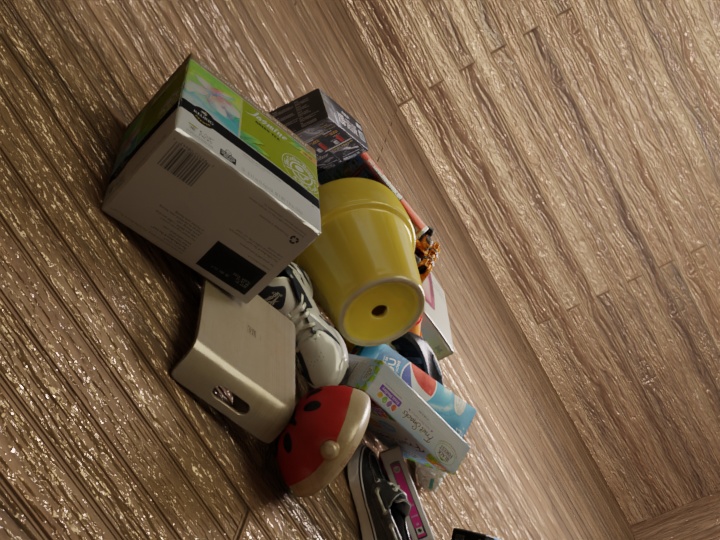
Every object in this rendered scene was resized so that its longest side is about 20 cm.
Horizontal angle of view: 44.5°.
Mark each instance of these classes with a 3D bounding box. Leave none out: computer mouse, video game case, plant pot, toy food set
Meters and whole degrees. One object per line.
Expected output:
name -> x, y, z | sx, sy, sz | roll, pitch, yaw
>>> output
computer mouse -> 0.082, 0.171, 1.429 | 0.046, 0.140, 0.201 | -43, 114, -38
video game case -> 0.009, -0.117, 1.406 | 0.017, 0.143, 0.200 | -41, 93, -31
plant pot -> 0.000, 0.000, 1.271 | 0.201, 0.200, 0.189 | 48, 12, -44
toy food set -> -0.144, 0.084, 0.995 | 0.143, 0.060, 0.200 | 41, 22, -27

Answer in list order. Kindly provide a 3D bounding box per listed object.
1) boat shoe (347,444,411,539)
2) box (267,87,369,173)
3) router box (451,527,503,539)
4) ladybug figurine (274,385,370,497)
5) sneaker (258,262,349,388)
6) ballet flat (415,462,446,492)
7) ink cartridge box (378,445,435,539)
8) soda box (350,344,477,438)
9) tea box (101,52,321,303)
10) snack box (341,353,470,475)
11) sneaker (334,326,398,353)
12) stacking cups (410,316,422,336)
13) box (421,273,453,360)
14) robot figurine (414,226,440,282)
boat shoe -> 0.033, 0.311, 1.156 | 0.072, 0.068, 0.200 | 50, 19, -41
box -> -0.107, -0.172, 1.254 | 0.158, 0.199, 0.050 | 23, 46, -67
router box -> 0.146, 0.448, 1.150 | 0.149, 0.051, 0.201 | 39, 61, -57
ladybug figurine -> -0.047, 0.183, 0.986 | 0.072, 0.136, 0.200 | 35, -10, -2
sneaker -> -0.093, 0.061, 1.143 | 0.130, 0.079, 0.200 | 35, 32, -58
ballet flat -> 0.122, 0.311, 1.495 | 0.072, 0.072, 0.200 | 61, 17, -9
ink cartridge box -> 0.074, 0.350, 1.230 | 0.095, 0.037, 0.201 | 92, -24, -69
soda box -> 0.069, 0.182, 1.305 | 0.200, 0.068, 0.064 | 36, 64, -8
tea box -> -0.162, -0.107, 1.006 | 0.200, 0.134, 0.197 | 36, 25, -28
snack box -> 0.040, 0.194, 1.212 | 0.200, 0.053, 0.142 | 46, -21, -27
sneaker -> 0.023, 0.165, 1.363 | 0.200, 0.075, 0.090 | 46, 45, -4
stacking cups -> 0.071, 0.123, 1.453 | 0.061, 0.060, 0.201 | -97, -177, -53
box -> 0.081, 0.082, 1.593 | 0.109, 0.128, 0.200 | 54, 17, -26
robot figurine -> 0.060, 0.011, 1.468 | 0.058, 0.200, 0.145 | 40, 37, -8
